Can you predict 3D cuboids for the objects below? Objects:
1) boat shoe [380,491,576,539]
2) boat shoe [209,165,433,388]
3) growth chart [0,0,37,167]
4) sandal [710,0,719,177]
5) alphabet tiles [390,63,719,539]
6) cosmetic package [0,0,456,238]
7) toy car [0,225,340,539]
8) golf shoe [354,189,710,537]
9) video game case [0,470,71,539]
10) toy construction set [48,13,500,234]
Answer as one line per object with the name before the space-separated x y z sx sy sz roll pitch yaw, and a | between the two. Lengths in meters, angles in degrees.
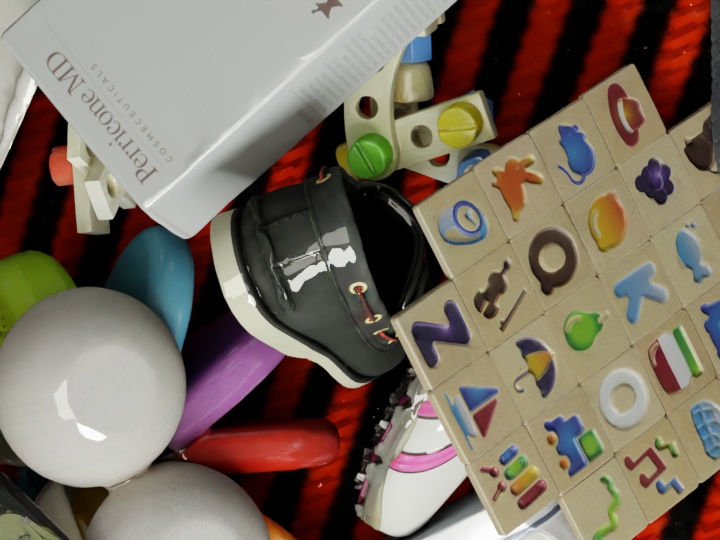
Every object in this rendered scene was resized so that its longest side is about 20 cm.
boat shoe | 0.012 0.161 1.238 0.199 0.074 0.066 -28 94 19
boat shoe | 0.001 0.003 1.136 0.063 0.201 0.074 -20 78 13
growth chart | -0.184 -0.090 1.212 0.145 0.018 0.201 43 114 35
sandal | 0.174 -0.104 1.130 0.043 0.076 0.201 -7 99 -12
alphabet tiles | 0.105 0.017 1.135 0.006 0.200 0.167 -14 107 57
cosmetic package | -0.035 -0.118 1.102 0.200 0.074 0.102 -42 75 3
toy car | -0.087 0.070 1.207 0.150 0.175 0.201 -29 99 -18
golf shoe | 0.071 0.045 1.195 0.092 0.073 0.200 34 108 0
video game case | -0.161 0.161 1.204 0.181 0.036 0.201 39 148 35
toy construction set | -0.039 -0.082 1.182 0.199 0.092 0.132 -9 104 4
